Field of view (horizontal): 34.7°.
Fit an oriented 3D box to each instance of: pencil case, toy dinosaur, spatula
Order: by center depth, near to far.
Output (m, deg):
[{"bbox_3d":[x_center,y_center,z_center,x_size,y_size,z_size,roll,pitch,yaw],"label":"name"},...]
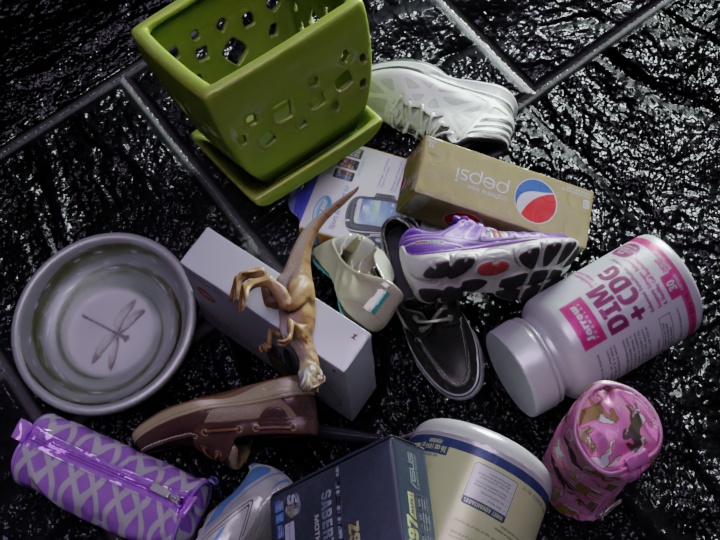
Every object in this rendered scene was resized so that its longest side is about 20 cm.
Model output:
[{"bbox_3d":[0.217,0.170,1.060,0.086,0.201,0.084,25,68,11],"label":"pencil case"},{"bbox_3d":[-0.063,0.017,1.065,0.105,0.060,0.203,9,70,-19],"label":"toy dinosaur"},{"bbox_3d":[-0.241,0.207,1.120,0.197,0.086,0.085,19,70,11],"label":"pencil case"},{"bbox_3d":[0.035,0.163,1.158,0.196,0.057,0.021,-2,81,8],"label":"spatula"}]

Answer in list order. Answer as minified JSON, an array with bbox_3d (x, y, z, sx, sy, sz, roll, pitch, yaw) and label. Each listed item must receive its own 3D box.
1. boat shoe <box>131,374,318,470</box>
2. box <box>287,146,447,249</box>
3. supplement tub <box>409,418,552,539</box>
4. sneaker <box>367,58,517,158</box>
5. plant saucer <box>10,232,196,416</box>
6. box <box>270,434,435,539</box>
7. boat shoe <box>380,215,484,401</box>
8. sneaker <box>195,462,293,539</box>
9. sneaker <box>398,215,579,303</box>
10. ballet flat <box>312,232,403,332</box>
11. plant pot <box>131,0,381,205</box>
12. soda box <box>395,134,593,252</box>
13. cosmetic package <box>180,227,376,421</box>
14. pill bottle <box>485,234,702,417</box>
[{"bbox_3d":[-0.132,0.161,1.133,0.197,0.072,0.073,-16,76,12],"label":"boat shoe"},{"bbox_3d":[0.022,-0.069,1.271,0.197,0.042,0.120,16,66,12],"label":"box"},{"bbox_3d":[0.081,0.255,1.054,0.143,0.146,0.202,21,66,11],"label":"supplement tub"},{"bbox_3d":[0.074,-0.169,1.276,0.197,0.076,0.116,9,40,4],"label":"sneaker"},{"bbox_3d":[-0.263,0.060,1.206,0.196,0.050,0.203,-3,65,5],"label":"plant saucer"},{"bbox_3d":[-0.005,0.262,0.975,0.157,0.051,0.203,-30,51,33],"label":"box"},{"bbox_3d":[0.067,0.040,1.181,0.070,0.064,0.202,-26,81,5],"label":"boat shoe"},{"bbox_3d":[-0.136,0.275,1.103,0.201,0.072,0.072,-50,40,-13],"label":"sneaker"},{"bbox_3d":[0.130,-0.024,1.151,0.197,0.081,0.084,-1,47,-25],"label":"sneaker"},{"bbox_3d":[0.000,0.000,1.169,0.068,0.070,0.200,-18,25,-7],"label":"ballet flat"},{"bbox_3d":[-0.100,-0.199,1.235,0.199,0.183,0.199,-33,44,-14],"label":"plant pot"},{"bbox_3d":[0.142,-0.073,1.219,0.197,0.064,0.069,18,69,-12],"label":"soda box"},{"bbox_3d":[-0.078,0.056,1.151,0.198,0.151,0.052,32,69,16],"label":"cosmetic package"},{"bbox_3d":[0.233,0.058,1.161,0.198,0.114,0.114,-29,67,-11],"label":"pill bottle"}]
